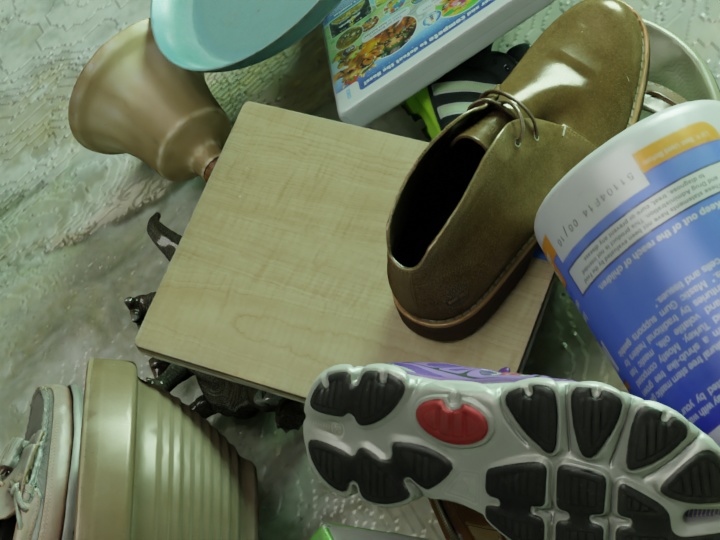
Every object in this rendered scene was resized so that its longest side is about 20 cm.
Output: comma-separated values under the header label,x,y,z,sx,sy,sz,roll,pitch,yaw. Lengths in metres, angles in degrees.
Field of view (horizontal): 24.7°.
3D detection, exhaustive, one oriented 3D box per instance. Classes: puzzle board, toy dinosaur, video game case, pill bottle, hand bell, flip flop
label,x,y,z,sx,sy,sz,roll,pitch,yaw
puzzle board,0.000,0.000,0.835,0.198,0.017,0.152,15,68,22
toy dinosaur,-0.076,0.038,0.949,0.101,0.077,0.201,-22,40,-2
video game case,0.038,-0.175,0.972,0.142,0.018,0.201,-32,34,15
pill bottle,0.171,0.034,0.735,0.112,0.112,0.201,-34,70,13
hand bell,-0.080,-0.055,0.997,0.104,0.104,0.200,-46,63,3
flip flop,0.151,-0.057,0.849,0.081,0.058,0.202,-23,55,21

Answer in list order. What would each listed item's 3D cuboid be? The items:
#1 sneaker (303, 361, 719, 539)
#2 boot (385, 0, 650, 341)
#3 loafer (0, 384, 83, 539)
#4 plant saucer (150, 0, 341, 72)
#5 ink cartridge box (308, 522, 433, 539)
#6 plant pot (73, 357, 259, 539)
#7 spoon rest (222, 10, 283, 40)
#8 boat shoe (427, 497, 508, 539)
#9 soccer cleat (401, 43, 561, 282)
label,x,y,z,sx,sy,sz,roll,pitch,yaw
sneaker,0.073,0.069,0.721,0.198,0.083,0.082,13,109,28
boot,0.078,-0.063,0.794,0.073,0.076,0.201,26,72,28
loafer,-0.196,0.156,0.939,0.072,0.062,0.202,131,144,-58
plant saucer,-0.047,-0.199,0.967,0.199,0.027,0.202,-27,48,33
ink cartridge box,-0.018,0.237,0.741,0.200,0.083,0.146,-52,43,27
plant pot,-0.101,0.148,0.849,0.092,0.201,0.203,2,60,-7
spoon rest,-0.016,-0.214,1.002,0.200,0.061,0.099,-45,32,-6
boat shoe,0.037,0.071,0.845,0.074,0.076,0.201,-39,50,12
soccer cleat,0.081,-0.075,0.901,0.081,0.068,0.201,-37,48,8
